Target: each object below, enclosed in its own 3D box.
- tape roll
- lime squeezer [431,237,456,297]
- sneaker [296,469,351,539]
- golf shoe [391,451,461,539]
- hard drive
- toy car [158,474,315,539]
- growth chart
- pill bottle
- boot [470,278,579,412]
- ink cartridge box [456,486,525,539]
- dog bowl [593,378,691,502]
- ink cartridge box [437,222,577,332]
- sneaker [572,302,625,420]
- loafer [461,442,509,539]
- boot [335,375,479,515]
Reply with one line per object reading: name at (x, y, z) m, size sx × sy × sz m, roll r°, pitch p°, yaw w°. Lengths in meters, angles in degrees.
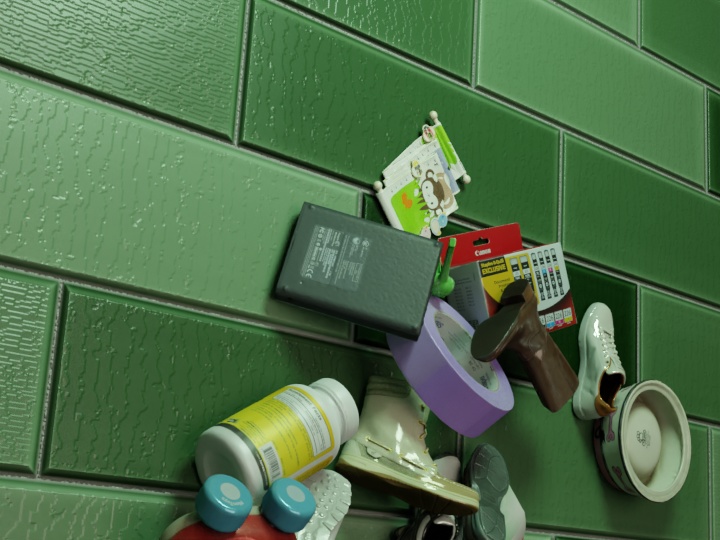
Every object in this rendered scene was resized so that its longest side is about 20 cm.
tape roll at (0.124, 0.130, 1.628) m, size 0.200 × 0.065 × 0.201 m, roll 43°, pitch 20°, yaw -19°
lime squeezer at (0.110, 0.003, 1.658) m, size 0.037 × 0.200 × 0.072 m, roll -7°, pitch 85°, yaw -2°
sneaker at (-0.067, 0.340, 1.491) m, size 0.075 × 0.081 × 0.201 m, roll 19°, pitch 42°, yaw 7°
golf shoe at (0.110, 0.340, 1.628) m, size 0.078 × 0.094 × 0.201 m, roll 45°, pitch 54°, yaw -24°
hard drive at (0.000, 0.000, 1.558) m, size 0.197 × 0.033 × 0.141 m, roll 16°, pitch 66°, yaw 2°
toy car at (-0.123, 0.363, 1.299) m, size 0.175 × 0.185 × 0.201 m, roll 12°, pitch 32°, yaw -40°
growth chart at (0.094, -0.124, 1.755) m, size 0.145 × 0.018 × 0.200 m, roll 55°, pitch 52°, yaw -21°
pill bottle at (-0.098, 0.210, 1.453) m, size 0.199 × 0.112 × 0.114 m, roll -25°, pitch 98°, yaw -42°
boot at (0.243, 0.141, 1.693) m, size 0.187 × 0.064 × 0.202 m, roll -49°, pitch 120°, yaw -44°
ink cartridge box at (0.198, 0.427, 1.721) m, size 0.161 × 0.050 × 0.201 m, roll -43°, pitch 108°, yaw -38°
dog bowl at (0.468, 0.286, 1.972) m, size 0.198 × 0.073 × 0.203 m, roll 9°, pitch 77°, yaw -40°
ink cartridge box at (0.224, 0.018, 1.797) m, size 0.198 × 0.083 × 0.178 m, roll -13°, pitch 90°, yaw -42°
sneaker at (0.407, 0.147, 1.937) m, size 0.072 × 0.084 × 0.203 m, roll 24°, pitch 65°, yaw -34°
loafer at (0.164, 0.323, 1.652) m, size 0.072 × 0.063 × 0.201 m, roll 36°, pitch 28°, yaw -13°
boot at (0.082, 0.234, 1.588) m, size 0.197 × 0.072 × 0.156 m, roll 19°, pitch 59°, yaw 6°
